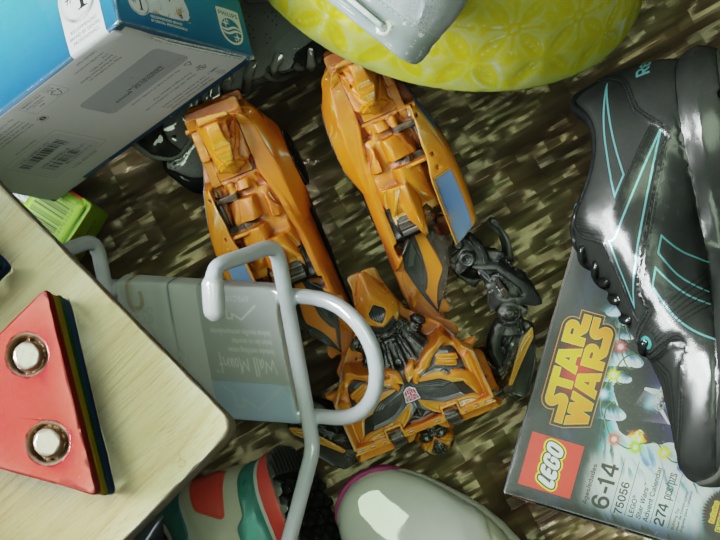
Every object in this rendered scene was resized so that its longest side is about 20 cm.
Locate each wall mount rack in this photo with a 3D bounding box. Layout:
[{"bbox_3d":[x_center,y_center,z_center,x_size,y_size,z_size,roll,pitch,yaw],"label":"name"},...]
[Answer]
[{"bbox_3d":[-0.083,0.072,0.967,0.199,0.074,0.174,2,107,38],"label":"wall mount rack"}]

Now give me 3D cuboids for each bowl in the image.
[{"bbox_3d":[0.047,-0.188,0.953,0.199,0.108,0.201,7,49,-8],"label":"bowl"}]

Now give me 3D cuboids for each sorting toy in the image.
[{"bbox_3d":[-0.192,0.065,0.877,0.199,0.070,0.200,45,88,7],"label":"sorting toy"}]

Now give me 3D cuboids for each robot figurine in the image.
[{"bbox_3d":[0.000,0.000,0.987,0.145,0.058,0.201,-23,102,6],"label":"robot figurine"}]

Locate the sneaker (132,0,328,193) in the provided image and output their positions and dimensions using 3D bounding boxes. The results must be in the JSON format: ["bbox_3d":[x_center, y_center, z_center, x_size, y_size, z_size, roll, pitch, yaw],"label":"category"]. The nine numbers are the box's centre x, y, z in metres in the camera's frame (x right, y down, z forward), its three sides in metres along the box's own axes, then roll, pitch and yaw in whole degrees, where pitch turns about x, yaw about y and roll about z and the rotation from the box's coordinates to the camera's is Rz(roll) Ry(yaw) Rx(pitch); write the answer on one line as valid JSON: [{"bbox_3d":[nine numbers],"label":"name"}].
[{"bbox_3d":[-0.048,-0.092,1.023,0.199,0.075,0.116,6,90,15],"label":"sneaker"}]

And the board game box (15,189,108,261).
[{"bbox_3d":[-0.221,0.028,1.029,0.101,0.048,0.200,32,87,7],"label":"board game box"}]

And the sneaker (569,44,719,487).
[{"bbox_3d":[0.140,0.000,0.964,0.079,0.075,0.201,-7,77,17],"label":"sneaker"}]

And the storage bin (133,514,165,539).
[{"bbox_3d":[-0.107,0.225,0.925,0.134,0.200,0.146,40,47,-6],"label":"storage bin"}]

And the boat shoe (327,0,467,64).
[{"bbox_3d":[-0.042,-0.151,0.882,0.201,0.070,0.072,33,99,22],"label":"boat shoe"}]

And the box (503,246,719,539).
[{"bbox_3d":[0.160,0.030,1.006,0.136,0.040,0.201,15,86,6],"label":"box"}]

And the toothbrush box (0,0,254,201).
[{"bbox_3d":[-0.146,-0.155,0.969,0.146,0.085,0.201,-32,64,34],"label":"toothbrush box"}]

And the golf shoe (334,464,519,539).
[{"bbox_3d":[0.062,0.170,0.972,0.075,0.092,0.200,-42,85,1],"label":"golf shoe"}]

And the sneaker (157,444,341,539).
[{"bbox_3d":[-0.045,0.189,1.000,0.093,0.070,0.200,-17,85,20],"label":"sneaker"}]
